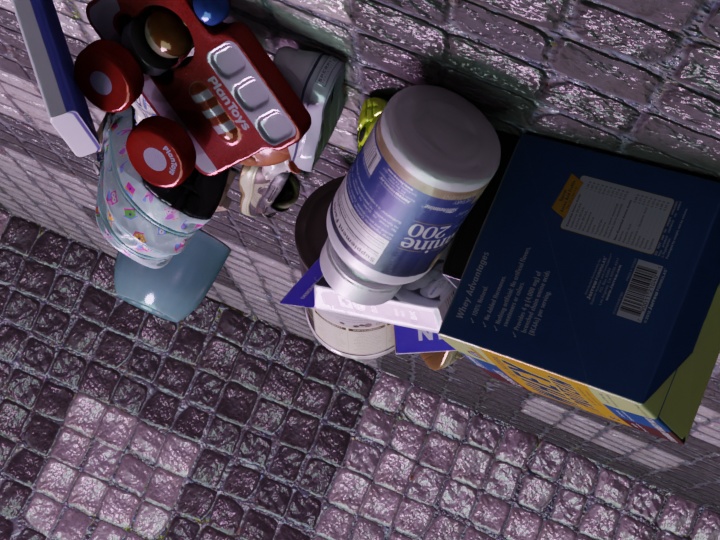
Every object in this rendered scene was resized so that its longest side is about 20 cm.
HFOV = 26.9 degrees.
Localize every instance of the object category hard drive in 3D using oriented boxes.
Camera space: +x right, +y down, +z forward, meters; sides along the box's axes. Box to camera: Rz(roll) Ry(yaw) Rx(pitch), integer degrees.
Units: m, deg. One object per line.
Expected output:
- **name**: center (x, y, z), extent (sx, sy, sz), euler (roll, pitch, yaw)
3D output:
- **hard drive**: center (0.144, -0.026, 1.432), extent (0.033, 0.141, 0.200), euler (17, 169, 26)
- **hard drive**: center (-0.286, -0.214, 1.356), extent (0.025, 0.202, 0.132), euler (-19, 170, -3)

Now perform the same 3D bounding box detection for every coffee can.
- **coffee can**: center (0.000, 0.000, 1.777), extent (0.145, 0.147, 0.201), euler (21, 156, 11)

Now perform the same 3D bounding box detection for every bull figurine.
- **bull figurine**: center (-0.103, -0.140, 1.588), extent (0.120, 0.066, 0.200), euler (-9, 171, -17)

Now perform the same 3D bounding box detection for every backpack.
- **backpack**: center (-0.232, -0.103, 1.749), extent (0.166, 0.127, 0.201), euler (24, -147, -24)

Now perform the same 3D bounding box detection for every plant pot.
- **plant pot**: center (-0.359, -0.002, 2.754), extent (0.199, 0.163, 0.201), euler (22, 170, 4)

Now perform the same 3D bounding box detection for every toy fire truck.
- **toy fire truck**: center (-0.150, -0.181, 1.353), extent (0.167, 0.112, 0.201), euler (-21, 110, 41)

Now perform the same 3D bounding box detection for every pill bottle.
- **pill bottle**: center (0.036, -0.059, 1.335), extent (0.110, 0.112, 0.201), euler (24, 136, -8)

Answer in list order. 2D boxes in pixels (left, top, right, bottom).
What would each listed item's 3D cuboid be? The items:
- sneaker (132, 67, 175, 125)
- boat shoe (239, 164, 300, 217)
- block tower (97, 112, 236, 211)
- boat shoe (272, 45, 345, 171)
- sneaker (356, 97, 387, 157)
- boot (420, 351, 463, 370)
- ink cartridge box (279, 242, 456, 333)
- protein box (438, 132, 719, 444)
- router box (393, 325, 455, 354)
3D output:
- **sneaker**: center (-0.202, -0.182, 1.624), extent (0.084, 0.078, 0.200), euler (14, 168, 26)
- **boat shoe**: center (-0.108, -0.100, 1.860), extent (0.065, 0.072, 0.201), euler (27, 167, 7)
- **block tower**: center (-0.260, -0.148, 2.017), extent (0.199, 0.058, 0.054), euler (29, 169, -22)
- **boat shoe**: center (-0.055, -0.160, 1.422), extent (0.066, 0.074, 0.200), euler (27, 158, 4)
- **sneaker**: center (0.037, -0.117, 1.457), extent (0.082, 0.075, 0.200), euler (1, 170, 1)
- **boot**: center (0.172, 0.037, 1.900), extent (0.154, 0.201, 0.073), euler (-13, -128, -38)
- **ink cartridge box**: center (0.044, -0.023, 1.502), extent (0.198, 0.198, 0.044), euler (9, 130, 33)
- **protein box**: center (0.210, 0.014, 1.314), extent (0.198, 0.200, 0.135), euler (18, 169, 33)
- **router box**: center (0.151, 0.052, 1.711), extent (0.197, 0.050, 0.179), euler (-4, -175, 16)
